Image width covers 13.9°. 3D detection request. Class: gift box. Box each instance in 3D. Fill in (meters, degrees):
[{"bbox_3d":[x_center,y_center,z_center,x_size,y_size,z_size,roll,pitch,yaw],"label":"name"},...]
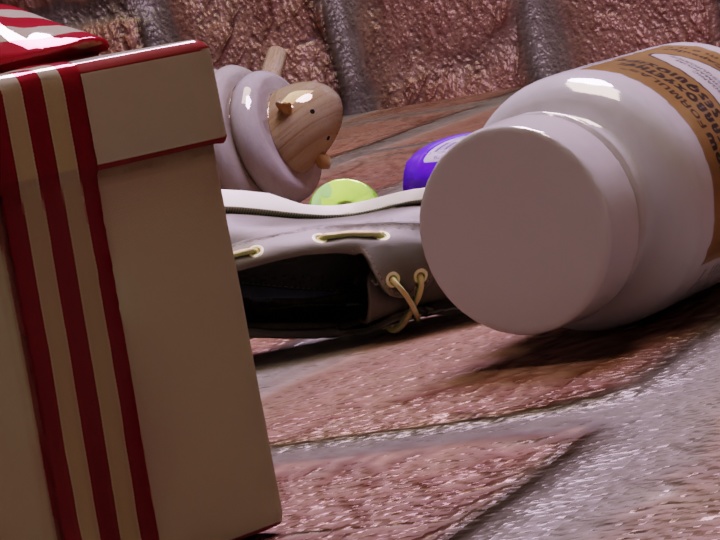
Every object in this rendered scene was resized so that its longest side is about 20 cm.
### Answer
[{"bbox_3d":[-0.161,0.014,0.954,0.200,0.187,0.185,-4,8,38],"label":"gift box"}]

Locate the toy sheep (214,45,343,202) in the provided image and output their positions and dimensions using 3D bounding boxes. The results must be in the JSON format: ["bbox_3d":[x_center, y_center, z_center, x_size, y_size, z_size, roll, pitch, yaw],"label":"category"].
[{"bbox_3d":[-0.099,-0.084,2.102,0.200,0.138,0.138,-24,-1,28],"label":"toy sheep"}]

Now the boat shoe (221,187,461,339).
[{"bbox_3d":[0.000,0.002,1.415,0.202,0.072,0.060,1,45,-6],"label":"boat shoe"}]

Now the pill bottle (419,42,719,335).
[{"bbox_3d":[0.110,-0.035,1.305,0.114,0.114,0.200,-7,7,30],"label":"pill bottle"}]

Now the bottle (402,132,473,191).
[{"bbox_3d":[0.112,-0.051,1.703,0.084,0.065,0.200,-16,8,-38],"label":"bottle"}]

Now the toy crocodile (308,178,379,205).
[{"bbox_3d":[0.031,-0.014,1.547,0.200,0.062,0.068,-14,-33,-14],"label":"toy crocodile"}]
